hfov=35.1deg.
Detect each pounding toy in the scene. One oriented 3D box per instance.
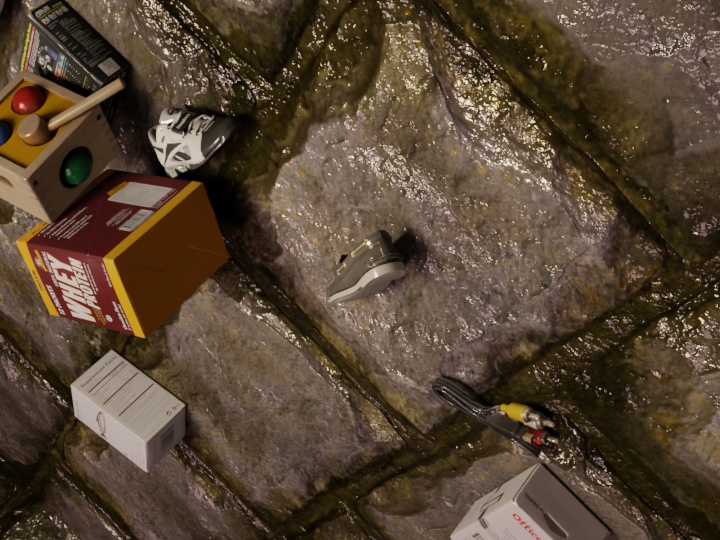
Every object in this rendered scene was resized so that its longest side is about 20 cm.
[{"bbox_3d":[-0.440,-0.192,1.607,0.199,0.185,0.143,25,153,25],"label":"pounding toy"}]

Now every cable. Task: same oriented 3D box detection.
[{"bbox_3d":[0.189,0.196,1.573,0.199,0.050,0.097,25,159,46],"label":"cable"}]

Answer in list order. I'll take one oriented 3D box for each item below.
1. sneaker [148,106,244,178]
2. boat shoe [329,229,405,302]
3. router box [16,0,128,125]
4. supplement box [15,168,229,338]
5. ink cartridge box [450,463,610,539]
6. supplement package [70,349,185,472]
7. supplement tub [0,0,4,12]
[{"bbox_3d":[-0.239,-0.190,1.580,0.199,0.074,0.089,-15,116,51],"label":"sneaker"},{"bbox_3d":[0.003,-0.001,1.529,0.202,0.072,0.061,145,111,-66],"label":"boat shoe"},{"bbox_3d":[-0.435,-0.285,1.698,0.150,0.062,0.200,43,145,2],"label":"router box"},{"bbox_3d":[-0.337,-0.030,1.630,0.199,0.197,0.134,10,131,34],"label":"supplement box"},{"bbox_3d":[0.243,0.382,1.644,0.146,0.084,0.200,44,144,2],"label":"ink cartridge box"},{"bbox_3d":[-0.453,0.274,2.230,0.199,0.117,0.117,33,144,18],"label":"supplement package"},{"bbox_3d":[-0.637,-0.397,1.724,0.199,0.145,0.146,-18,112,52],"label":"supplement tub"}]
